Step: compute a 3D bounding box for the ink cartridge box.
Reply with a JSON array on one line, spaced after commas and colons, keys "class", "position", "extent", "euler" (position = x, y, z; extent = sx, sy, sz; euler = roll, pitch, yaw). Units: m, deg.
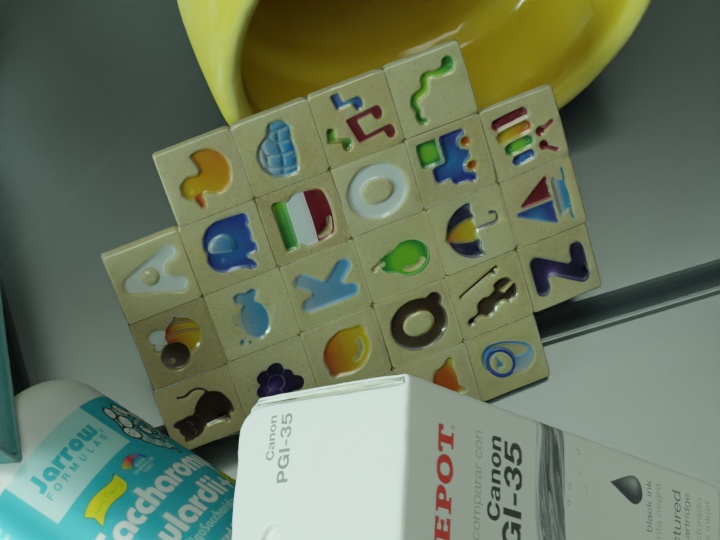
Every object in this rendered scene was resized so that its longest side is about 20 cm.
[{"class": "ink cartridge box", "position": [0.049, 0.135, 0.791], "extent": [0.083, 0.200, 0.147], "euler": [-13, 65, 41]}]

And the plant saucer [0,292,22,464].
[{"class": "plant saucer", "position": [-0.176, -0.005, 0.846], "extent": [0.019, 0.070, 0.200], "euler": [-36, 41, 19]}]

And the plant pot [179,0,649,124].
[{"class": "plant pot", "position": [0.004, -0.172, 0.905], "extent": [0.201, 0.201, 0.189], "euler": [-21, 56, -6]}]

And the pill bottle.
[{"class": "pill bottle", "position": [-0.101, 0.118, 0.846], "extent": [0.200, 0.111, 0.111], "euler": [31, 74, 11]}]

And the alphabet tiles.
[{"class": "alphabet tiles", "position": [0.000, 0.000, 0.879], "extent": [0.200, 0.166, 0.006], "euler": [-21, 28, -6]}]
